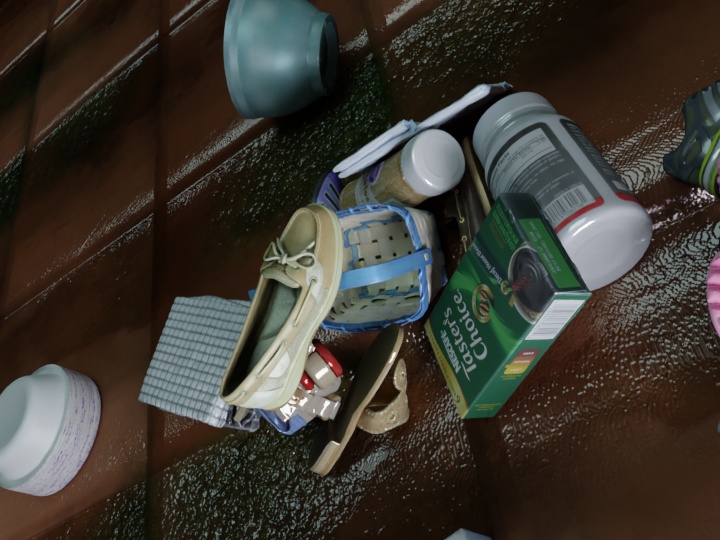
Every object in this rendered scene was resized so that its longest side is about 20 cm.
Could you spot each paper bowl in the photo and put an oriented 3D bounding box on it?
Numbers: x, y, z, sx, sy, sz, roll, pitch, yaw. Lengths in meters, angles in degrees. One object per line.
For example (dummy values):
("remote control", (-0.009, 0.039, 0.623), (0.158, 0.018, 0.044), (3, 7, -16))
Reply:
("paper bowl", (-0.520, 0.249, 1.136), (0.200, 0.104, 0.202), (-21, 53, 31))

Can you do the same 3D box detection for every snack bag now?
("snack bag", (0.078, -0.173, 0.846), (0.199, 0.188, 0.022), (-28, 93, 24))

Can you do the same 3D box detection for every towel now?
("towel", (-0.196, 0.123, 0.956), (0.199, 0.085, 0.167), (2, 66, 42))

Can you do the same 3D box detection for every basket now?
("basket", (0.000, 0.000, 0.776), (0.175, 0.199, 0.140), (-9, 91, 36))

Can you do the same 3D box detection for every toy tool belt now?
("toy tool belt", (-0.087, 0.131, 0.770), (0.123, 0.125, 0.200), (-40, 2, -11))

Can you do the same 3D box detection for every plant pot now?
("plant pot", (-0.108, -0.330, 1.082), (0.133, 0.201, 0.202), (6, 67, 12))

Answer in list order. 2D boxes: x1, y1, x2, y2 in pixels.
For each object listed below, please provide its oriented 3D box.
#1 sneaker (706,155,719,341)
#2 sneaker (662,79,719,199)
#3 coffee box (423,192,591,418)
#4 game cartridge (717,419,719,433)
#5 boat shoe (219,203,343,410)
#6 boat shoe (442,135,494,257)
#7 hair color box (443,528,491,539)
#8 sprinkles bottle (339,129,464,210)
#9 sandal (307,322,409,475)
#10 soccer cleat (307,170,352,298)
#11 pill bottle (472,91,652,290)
("sneaker", (0.327, -0.009, 0.585), (0.078, 0.096, 0.201), (8, 59, 25))
("sneaker", (0.354, -0.164, 0.671), (0.081, 0.074, 0.201), (26, 82, 48))
("coffee box", (0.130, 0.040, 0.682), (0.201, 0.044, 0.124), (114, 146, -45))
("game cartridge", (0.339, 0.080, 0.493), (0.134, 0.041, 0.200), (-64, 6, -12))
("boat shoe", (-0.075, 0.031, 0.662), (0.073, 0.063, 0.202), (21, 91, 39))
("boat shoe", (0.126, -0.064, 0.801), (0.070, 0.070, 0.201), (-28, 51, 23))
("hair color box", (0.103, 0.337, 0.598), (0.099, 0.061, 0.201), (-40, 46, 16))
("sprinkles bottle", (0.043, -0.101, 0.838), (0.200, 0.068, 0.069), (-23, 48, 63))
("sandal", (0.018, 0.151, 0.780), (0.213, 0.069, 0.078), (-59, 15, 24))
("soccer cleat", (-0.034, -0.043, 0.937), (0.072, 0.068, 0.201), (0, 60, 13))
("pill bottle", (0.196, -0.085, 0.724), (0.114, 0.114, 0.201), (-36, 48, 18))
